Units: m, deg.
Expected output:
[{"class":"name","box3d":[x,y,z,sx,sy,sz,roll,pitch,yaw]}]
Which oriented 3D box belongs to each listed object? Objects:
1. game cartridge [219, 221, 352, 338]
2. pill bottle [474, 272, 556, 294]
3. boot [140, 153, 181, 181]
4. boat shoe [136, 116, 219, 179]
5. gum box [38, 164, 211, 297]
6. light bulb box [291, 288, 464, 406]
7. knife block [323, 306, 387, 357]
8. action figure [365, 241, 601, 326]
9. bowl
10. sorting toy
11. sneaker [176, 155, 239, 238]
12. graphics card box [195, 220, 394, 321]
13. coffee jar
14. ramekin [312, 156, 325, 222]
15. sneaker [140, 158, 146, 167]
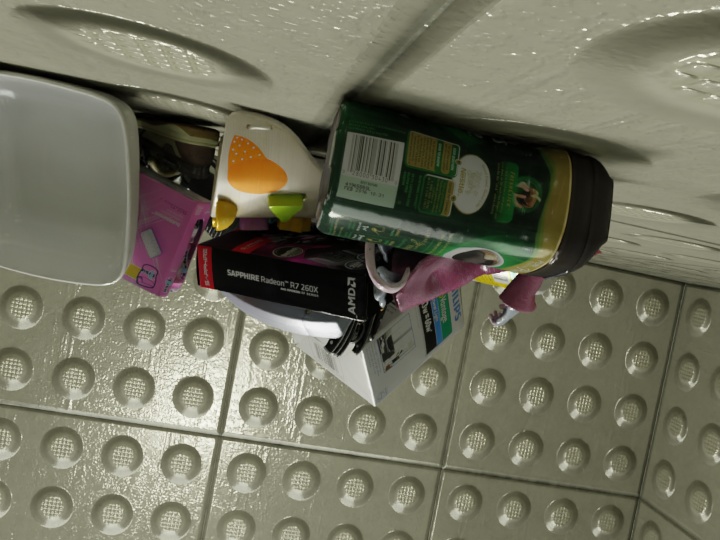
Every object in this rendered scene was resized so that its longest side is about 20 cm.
[{"class":"game cartridge","box3d":[-0.076,0.003,0.797,0.197,0.134,0.042,18,153,31]},{"class":"pill bottle","box3d":[0.152,-0.043,0.882,0.197,0.115,0.112,13,-176,39]},{"class":"boot","box3d":[-0.351,-0.137,0.948,0.199,0.070,0.173,-36,-135,-29]},{"class":"boat shoe","box3d":[-0.235,-0.146,0.825,0.072,0.066,0.199,7,-174,-37]},{"class":"gum box","box3d":[-0.273,-0.065,0.787,0.197,0.115,0.066,27,-173,3]},{"class":"light bulb box","box3d":[0.018,0.054,1.026,0.199,0.126,0.197,-36,-135,-25]},{"class":"knife block","box3d":[0.000,0.000,0.849,0.063,0.203,0.175,24,-138,26]},{"class":"action figure","box3d":[0.108,-0.033,0.585,0.196,0.137,0.149,-7,162,11]},{"class":"bowl","box3d":[-0.312,-0.098,0.698,0.196,0.204,0.075,11,-157,3]},{"class":"sorting toy","box3d":[-0.060,-0.083,0.709,0.176,0.109,0.200,9,-176,-14]},{"class":"sneaker","box3d":[-0.209,-0.121,1.016,0.201,0.074,0.088,54,-151,18]},{"class":"graphics card box","box3d":[-0.053,-0.007,0.703,0.196,0.052,0.125,11,-159,26]},{"class":"coffee jar","box3d":[0.070,-0.052,0.487,0.196,0.087,0.104,12,172,-7]},{"class":"ramekin","box3d":[-0.058,-0.100,0.969,0.196,0.100,0.200,11,-178,0]},{"class":"sneaker","box3d":[-0.306,-0.114,0.861,0.199,0.084,0.081,42,-178,2]}]
